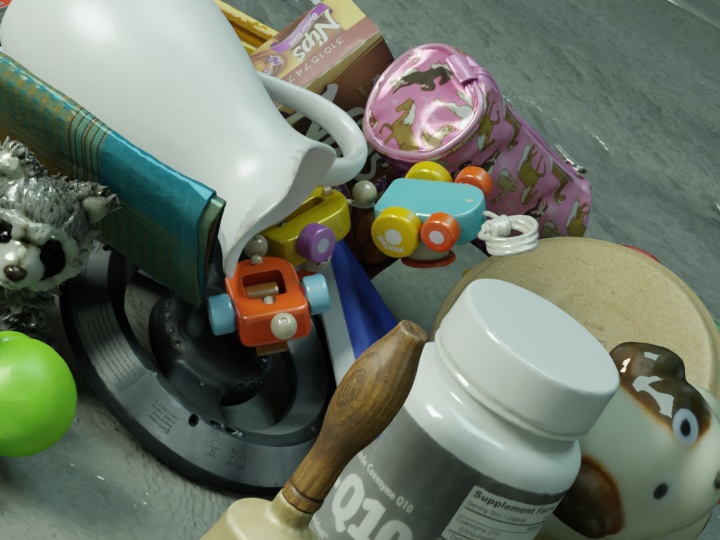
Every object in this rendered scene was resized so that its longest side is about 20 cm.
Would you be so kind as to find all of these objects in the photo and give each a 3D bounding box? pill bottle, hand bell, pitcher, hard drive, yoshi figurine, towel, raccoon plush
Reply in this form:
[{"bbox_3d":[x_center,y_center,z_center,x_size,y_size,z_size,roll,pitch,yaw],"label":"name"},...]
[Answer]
[{"bbox_3d":[0.046,0.111,1.369,0.114,0.200,0.114,27,22,-12],"label":"pill bottle"},{"bbox_3d":[-0.025,0.107,1.284,0.104,0.200,0.104,27,23,-13],"label":"hand bell"},{"bbox_3d":[-0.099,-0.105,1.509,0.200,0.121,0.172,42,31,9],"label":"pitcher"},{"bbox_3d":[0.016,0.072,1.565,0.132,0.025,0.200,57,9,-29],"label":"hard drive"},{"bbox_3d":[-0.218,0.053,1.284,0.200,0.112,0.112,5,50,-52],"label":"yoshi figurine"},{"bbox_3d":[-0.160,-0.064,1.409,0.200,0.022,0.147,35,-20,6],"label":"towel"},{"bbox_3d":[-0.208,-0.039,1.433,0.097,0.134,0.200,15,28,-34],"label":"raccoon plush"}]

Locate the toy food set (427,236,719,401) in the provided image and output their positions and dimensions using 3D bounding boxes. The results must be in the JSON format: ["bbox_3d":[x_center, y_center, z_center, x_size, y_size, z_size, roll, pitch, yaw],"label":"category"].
[{"bbox_3d":[0.141,0.062,1.638,0.200,0.049,0.198,6,58,1],"label":"toy food set"}]

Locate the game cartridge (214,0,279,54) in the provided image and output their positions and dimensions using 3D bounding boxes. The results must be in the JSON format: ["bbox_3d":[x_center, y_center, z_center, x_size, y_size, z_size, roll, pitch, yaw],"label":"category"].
[{"bbox_3d":[-0.083,-0.139,1.818,0.176,0.032,0.200,28,-9,-11],"label":"game cartridge"}]

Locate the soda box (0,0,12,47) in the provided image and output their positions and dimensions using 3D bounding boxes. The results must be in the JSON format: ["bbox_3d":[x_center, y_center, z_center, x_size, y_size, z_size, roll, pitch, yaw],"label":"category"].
[{"bbox_3d":[-0.200,-0.145,1.625,0.200,0.063,0.071,-11,31,-3],"label":"soda box"}]

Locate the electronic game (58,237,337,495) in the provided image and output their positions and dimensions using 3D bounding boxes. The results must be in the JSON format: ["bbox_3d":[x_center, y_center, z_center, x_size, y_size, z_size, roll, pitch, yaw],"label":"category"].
[{"bbox_3d":[-0.089,0.044,1.502,0.200,0.042,0.200,29,37,-25],"label":"electronic game"}]

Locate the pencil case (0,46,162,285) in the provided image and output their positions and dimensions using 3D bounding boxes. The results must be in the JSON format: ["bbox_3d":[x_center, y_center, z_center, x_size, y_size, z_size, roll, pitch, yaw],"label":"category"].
[{"bbox_3d":[-0.161,-0.060,1.587,0.200,0.091,0.083,29,-13,-24],"label":"pencil case"}]

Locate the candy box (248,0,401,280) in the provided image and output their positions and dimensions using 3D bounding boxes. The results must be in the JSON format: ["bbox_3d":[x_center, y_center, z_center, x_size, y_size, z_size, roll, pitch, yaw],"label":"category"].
[{"bbox_3d":[-0.015,-0.077,1.676,0.056,0.117,0.200,49,-7,36],"label":"candy box"}]

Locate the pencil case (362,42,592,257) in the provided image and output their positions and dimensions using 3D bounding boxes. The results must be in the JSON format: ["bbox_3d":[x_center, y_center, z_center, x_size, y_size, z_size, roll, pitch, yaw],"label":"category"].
[{"bbox_3d":[0.078,-0.071,1.655,0.083,0.087,0.200,17,-11,33],"label":"pencil case"}]

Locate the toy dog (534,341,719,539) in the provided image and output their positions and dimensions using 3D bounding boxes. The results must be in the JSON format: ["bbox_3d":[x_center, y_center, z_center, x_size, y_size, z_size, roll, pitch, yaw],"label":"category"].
[{"bbox_3d":[0.151,0.107,1.475,0.194,0.140,0.200,37,-12,4],"label":"toy dog"}]

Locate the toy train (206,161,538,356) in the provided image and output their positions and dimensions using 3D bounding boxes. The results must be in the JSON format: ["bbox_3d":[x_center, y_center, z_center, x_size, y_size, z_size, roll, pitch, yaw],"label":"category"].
[{"bbox_3d":[0.000,0.000,1.516,0.200,0.056,0.150,-14,33,-12],"label":"toy train"}]
